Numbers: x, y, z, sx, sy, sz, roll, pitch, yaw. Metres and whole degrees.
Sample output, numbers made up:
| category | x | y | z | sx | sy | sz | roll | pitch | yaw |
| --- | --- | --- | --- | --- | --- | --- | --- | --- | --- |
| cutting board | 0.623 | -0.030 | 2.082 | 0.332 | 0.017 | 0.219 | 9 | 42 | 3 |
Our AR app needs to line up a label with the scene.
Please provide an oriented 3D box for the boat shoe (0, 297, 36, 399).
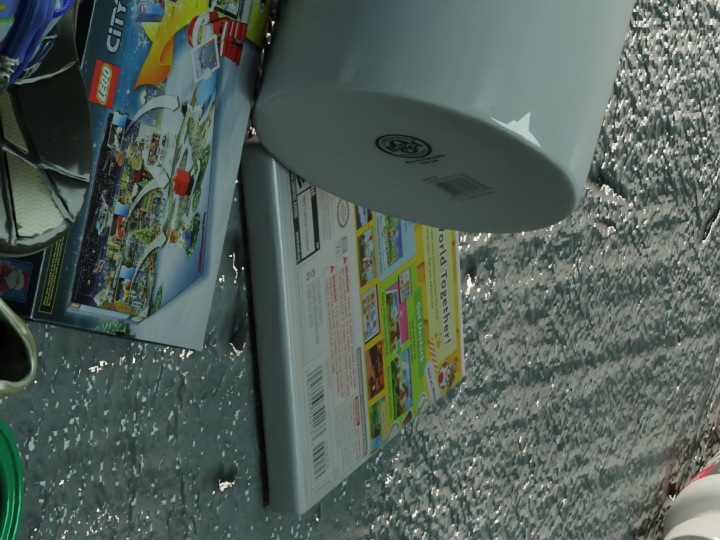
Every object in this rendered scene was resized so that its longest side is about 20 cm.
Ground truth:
| category | x | y | z | sx | sy | sz | roll | pitch | yaw |
| --- | --- | --- | --- | --- | --- | --- | --- | --- | --- |
| boat shoe | -0.184 | -0.008 | 0.868 | 0.200 | 0.068 | 0.075 | 44 | 60 | -57 |

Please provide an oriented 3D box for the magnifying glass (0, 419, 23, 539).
| category | x | y | z | sx | sy | sz | roll | pitch | yaw |
| --- | --- | --- | --- | --- | --- | --- | --- | --- | --- |
| magnifying glass | -0.177 | 0.154 | 0.988 | 0.080 | 0.022 | 0.201 | 5 | 92 | -62 |

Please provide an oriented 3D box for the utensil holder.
| category | x | y | z | sx | sy | sz | roll | pitch | yaw |
| --- | --- | --- | --- | --- | --- | --- | --- | --- | --- |
| utensil holder | 0.048 | -0.140 | 1.131 | 0.170 | 0.170 | 0.200 | 46 | 55 | -56 |

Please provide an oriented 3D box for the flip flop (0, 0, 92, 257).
| category | x | y | z | sx | sy | sz | roll | pitch | yaw |
| --- | --- | --- | --- | --- | --- | --- | --- | --- | --- |
| flip flop | -0.138 | -0.100 | 0.925 | 0.081 | 0.058 | 0.201 | 5 | 76 | -29 |

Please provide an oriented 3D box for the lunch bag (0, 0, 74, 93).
| category | x | y | z | sx | sy | sz | roll | pitch | yaw |
| --- | --- | --- | --- | --- | --- | --- | --- | --- | --- |
| lunch bag | -0.126 | -0.167 | 0.818 | 0.161 | 0.082 | 0.201 | 146 | -47 | -70 |

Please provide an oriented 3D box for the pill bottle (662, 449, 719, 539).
| category | x | y | z | sx | sy | sz | roll | pitch | yaw |
| --- | --- | --- | --- | --- | --- | --- | --- | --- | --- |
| pill bottle | 0.284 | 0.182 | 1.733 | 0.200 | 0.110 | 0.111 | -36 | 129 | -53 |

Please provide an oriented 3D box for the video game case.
| category | x | y | z | sx | sy | sz | roll | pitch | yaw |
| --- | --- | --- | --- | --- | --- | --- | --- | --- | --- |
| video game case | 0.000 | 0.000 | 1.255 | 0.182 | 0.023 | 0.201 | -36 | 128 | -52 |

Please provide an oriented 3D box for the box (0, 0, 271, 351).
| category | x | y | z | sx | sy | sz | roll | pitch | yaw |
| --- | --- | --- | --- | --- | --- | --- | --- | --- | --- |
| box | -0.098 | -0.072 | 1.037 | 0.137 | 0.038 | 0.201 | 16 | 84 | -61 |
